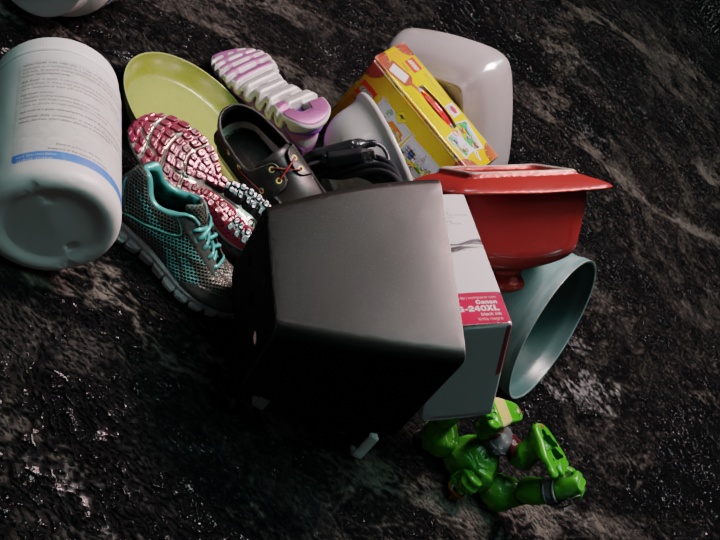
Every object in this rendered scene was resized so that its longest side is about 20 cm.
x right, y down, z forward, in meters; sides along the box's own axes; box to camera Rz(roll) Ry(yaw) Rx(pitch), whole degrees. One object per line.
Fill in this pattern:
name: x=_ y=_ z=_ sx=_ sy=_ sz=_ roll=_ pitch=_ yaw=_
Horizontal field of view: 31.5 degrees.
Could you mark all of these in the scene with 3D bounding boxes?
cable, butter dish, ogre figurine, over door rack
cable: x=-0.046 y=-0.072 z=1.468 sx=0.051 sy=0.199 sz=0.164 roll=75 pitch=1 yaw=-52
butter dish: x=0.173 y=-0.048 z=1.509 sx=0.198 sy=0.149 sz=0.199 roll=-2 pitch=7 yaw=-13
ogre figurine: x=0.150 y=0.206 z=1.445 sx=0.199 sy=0.120 sz=0.099 roll=31 pitch=39 yaw=-25
over door rack: x=-0.038 y=0.088 z=1.388 sx=0.147 sy=0.067 sz=0.201 roll=31 pitch=35 yaw=-26

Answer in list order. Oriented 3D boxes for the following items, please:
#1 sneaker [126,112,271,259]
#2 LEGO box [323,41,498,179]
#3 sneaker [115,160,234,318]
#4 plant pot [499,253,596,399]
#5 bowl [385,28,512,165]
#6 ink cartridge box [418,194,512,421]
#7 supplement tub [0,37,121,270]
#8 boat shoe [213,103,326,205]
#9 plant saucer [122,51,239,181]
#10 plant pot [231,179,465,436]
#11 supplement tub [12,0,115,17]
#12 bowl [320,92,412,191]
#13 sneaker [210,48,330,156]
sneaker: x=-0.181 y=-0.084 z=1.386 sx=0.200 sy=0.075 sz=0.081 roll=47 pitch=57 yaw=-12
LEGO box: x=0.062 y=-0.178 z=1.718 sx=0.200 sy=0.149 sz=0.077 roll=51 pitch=44 yaw=3
sneaker: x=-0.179 y=-0.032 z=1.318 sx=0.200 sy=0.091 sz=0.078 roll=40 pitch=33 yaw=-15
plant pot: x=0.192 y=0.045 z=1.635 sx=0.134 sy=0.201 sz=0.200 roll=31 pitch=24 yaw=23
bowl: x=0.107 y=-0.222 z=1.767 sx=0.199 sy=0.201 sz=0.075 roll=21 pitch=38 yaw=32
ink cartridge box: x=0.088 y=0.035 z=1.365 sx=0.083 sy=0.146 sz=0.201 roll=-4 pitch=45 yaw=-10
supplement tub: x=-0.294 y=-0.112 z=1.222 sx=0.131 sy=0.132 sz=0.201 roll=26 pitch=38 yaw=-33
boat shoe: x=-0.095 y=-0.107 z=1.426 sx=0.073 sy=0.063 sz=0.201 roll=-33 pitch=64 yaw=-22
plant saucer: x=-0.201 y=-0.171 z=1.503 sx=0.199 sy=0.031 sz=0.201 roll=32 pitch=35 yaw=-26
plant pot: x=-0.025 y=0.034 z=1.262 sx=0.176 sy=0.200 sz=0.201 roll=5 pitch=60 yaw=-21
supplement tub: x=-0.318 y=-0.376 z=1.471 sx=0.145 sy=0.145 sz=0.200 roll=46 pitch=31 yaw=-5
bowl: x=0.002 y=-0.115 z=1.602 sx=0.201 sy=0.090 sz=0.202 roll=156 pitch=-90 yaw=-84
sneaker: x=-0.120 y=-0.207 z=1.609 sx=0.080 sy=0.089 sz=0.200 roll=-28 pitch=54 yaw=-31
